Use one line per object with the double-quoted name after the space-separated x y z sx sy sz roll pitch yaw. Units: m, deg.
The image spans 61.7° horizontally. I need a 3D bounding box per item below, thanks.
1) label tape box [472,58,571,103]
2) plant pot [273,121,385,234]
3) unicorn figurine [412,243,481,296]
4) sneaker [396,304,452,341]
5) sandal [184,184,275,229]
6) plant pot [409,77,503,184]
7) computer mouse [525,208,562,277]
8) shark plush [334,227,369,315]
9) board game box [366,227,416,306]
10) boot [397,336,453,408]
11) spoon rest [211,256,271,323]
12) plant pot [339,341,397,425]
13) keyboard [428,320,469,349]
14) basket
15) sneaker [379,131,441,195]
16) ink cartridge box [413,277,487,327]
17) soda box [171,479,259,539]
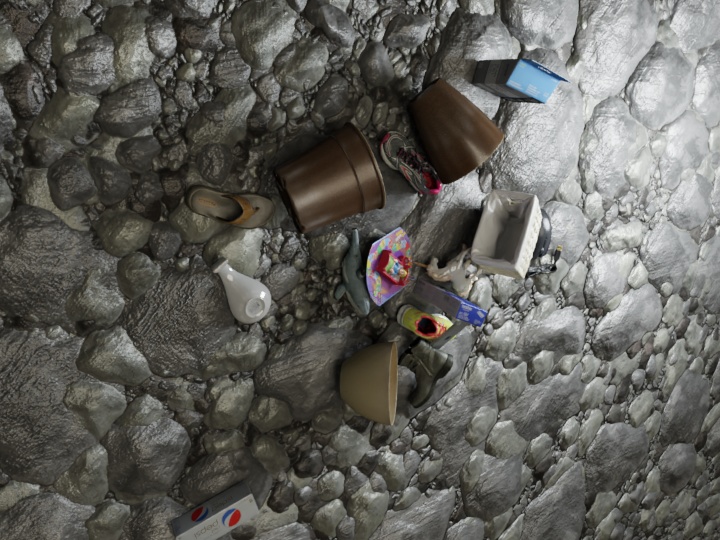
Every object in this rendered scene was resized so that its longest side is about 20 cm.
0.389 -0.460 1.469 0.140 0.199 0.068 13 102 -30 "label tape box"
-0.074 -0.188 1.315 0.195 0.200 0.204 -26 116 -10 "plant pot"
0.252 -0.001 1.604 0.138 0.073 0.201 -48 118 -12 "unicorn figurine"
0.190 0.156 1.608 0.197 0.090 0.080 18 94 -33 "sneaker"
-0.274 -0.136 1.290 0.196 0.054 0.084 14 98 -31 "sandal"
0.210 -0.346 1.434 0.187 0.186 0.201 -43 106 -10 "plant pot"
0.546 -0.077 1.757 0.137 0.046 0.206 -4 106 -26 "computer mouse"
0.000 0.000 1.462 0.089 0.083 0.205 2 104 -28 "shark plush"
0.088 -0.009 1.485 0.199 0.038 0.162 -33 122 -45 "board game box"
0.153 0.273 1.635 0.128 0.068 0.202 26 116 -9 "boot"
-0.270 0.041 1.352 0.099 0.060 0.202 -40 133 -11 "spoon rest"
0.020 0.279 1.513 0.131 0.201 0.206 1 108 9 "plant pot"
0.225 0.179 1.601 0.055 0.011 0.201 -9 154 -32 "keyboard"
0.389 -0.091 1.584 0.123 0.133 0.205 33 73 -55 "basket"
0.127 -0.261 1.459 0.199 0.074 0.081 38 86 -31 "sneaker"
0.226 0.079 1.539 0.092 0.199 0.045 20 97 -31 "ink cartridge box"
-0.351 0.599 1.461 0.197 0.063 0.070 -25 116 -19 "soda box"
